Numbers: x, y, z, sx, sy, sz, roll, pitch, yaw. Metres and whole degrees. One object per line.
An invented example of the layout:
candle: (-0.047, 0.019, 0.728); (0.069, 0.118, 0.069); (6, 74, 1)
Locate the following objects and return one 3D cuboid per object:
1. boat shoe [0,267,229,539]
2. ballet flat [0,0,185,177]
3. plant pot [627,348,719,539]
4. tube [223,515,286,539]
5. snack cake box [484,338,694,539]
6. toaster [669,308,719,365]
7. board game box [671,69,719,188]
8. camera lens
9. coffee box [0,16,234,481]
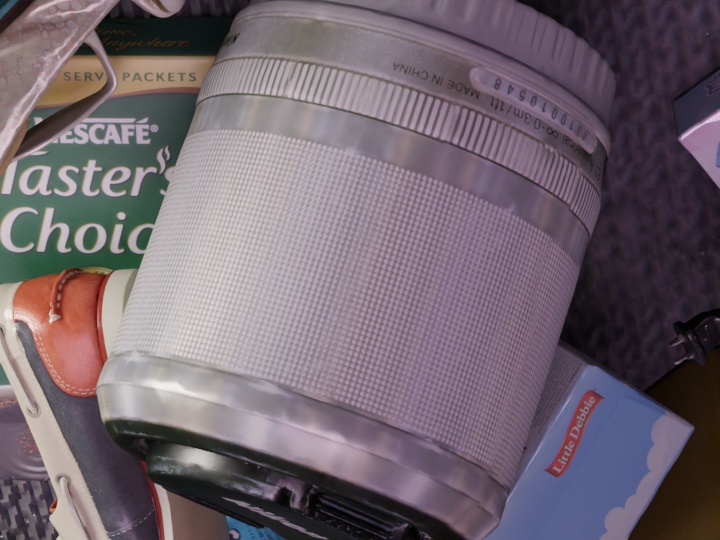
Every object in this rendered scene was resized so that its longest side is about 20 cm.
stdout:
boat shoe: (-0.099, 0.088, 1.177); (0.062, 0.071, 0.201); (-5, 121, 14)
ballet flat: (-0.105, -0.105, 1.113); (0.200, 0.067, 0.062); (-46, 112, -2)
plant pot: (0.142, 0.195, 1.200); (0.195, 0.200, 0.194); (-38, 110, 17)
tube: (-0.086, 0.138, 1.265); (0.199, 0.050, 0.078); (-28, 116, 19)
snack cake box: (0.034, 0.116, 1.168); (0.067, 0.115, 0.200); (31, 91, -35)
toaster: (0.228, 0.048, 1.115); (0.199, 0.114, 0.130); (-20, 118, -6)
board game box: (0.264, -0.045, 1.165); (0.200, 0.043, 0.199); (-35, 111, 17)
camera lens: (0.000, 0.000, 1.089); (0.159, 0.160, 0.201); (21, 79, -9)
coffee box: (-0.109, -0.007, 1.192); (0.122, 0.044, 0.201); (2, 116, 1)
